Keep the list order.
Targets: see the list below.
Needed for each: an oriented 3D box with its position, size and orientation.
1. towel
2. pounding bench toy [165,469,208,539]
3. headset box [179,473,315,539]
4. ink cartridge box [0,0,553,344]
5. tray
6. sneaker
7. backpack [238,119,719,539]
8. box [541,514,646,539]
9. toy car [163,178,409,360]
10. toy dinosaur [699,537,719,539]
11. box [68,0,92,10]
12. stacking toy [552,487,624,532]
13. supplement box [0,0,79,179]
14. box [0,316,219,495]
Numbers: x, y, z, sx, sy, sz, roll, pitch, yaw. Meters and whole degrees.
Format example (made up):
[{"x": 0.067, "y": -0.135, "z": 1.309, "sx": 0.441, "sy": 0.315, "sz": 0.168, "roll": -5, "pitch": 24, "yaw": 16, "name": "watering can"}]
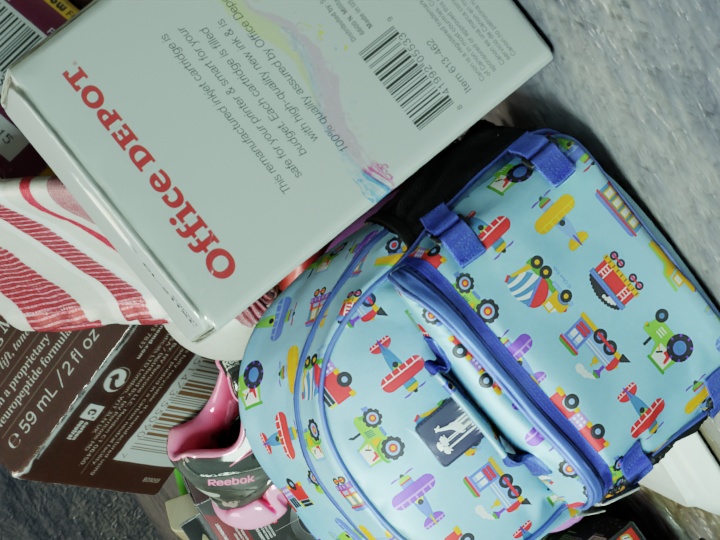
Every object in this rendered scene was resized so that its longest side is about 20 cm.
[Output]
[{"x": -0.161, "y": -0.007, "z": 1.416, "sx": 0.200, "sy": 0.023, "sz": 0.144, "roll": -3, "pitch": 151, "yaw": 41, "name": "towel"}, {"x": -0.091, "y": 0.076, "z": 1.850, "sx": 0.156, "sy": 0.200, "sz": 0.124, "roll": 44, "pitch": 166, "yaw": 26, "name": "pounding bench toy"}, {"x": -0.019, "y": 0.138, "z": 1.747, "sx": 0.149, "sy": 0.200, "sz": 0.077, "roll": 60, "pitch": -177, "yaw": -40, "name": "headset box"}, {"x": -0.040, "y": -0.085, "z": 1.193, "sx": 0.146, "sy": 0.200, "sz": 0.083, "roll": 52, "pitch": 168, "yaw": -2, "name": "ink cartridge box"}, {"x": 0.127, "y": 0.052, "z": 1.413, "sx": 0.200, "sy": 0.022, "sz": 0.107, "roll": 56, "pitch": 166, "yaw": -22, "name": "tray"}, {"x": -0.039, "y": 0.063, "z": 1.617, "sx": 0.095, "sy": 0.200, "sz": 0.079, "roll": 38, "pitch": -175, "yaw": -37, "name": "sneaker"}, {"x": 0.052, "y": 0.050, "z": 1.257, "sx": 0.183, "sy": 0.200, "sz": 0.135, "roll": 54, "pitch": 168, "yaw": -11, "name": "backpack"}, {"x": 0.154, "y": 0.208, "z": 1.627, "sx": 0.137, "sy": 0.038, "sz": 0.200, "roll": 53, "pitch": 167, "yaw": -9, "name": "box"}, {"x": 0.000, "y": 0.000, "z": 1.477, "sx": 0.200, "sy": 0.175, "sz": 0.150, "roll": 45, "pitch": 130, "yaw": 27, "name": "toy car"}, {"x": 0.186, "y": 0.214, "z": 1.404, "sx": 0.136, "sy": 0.102, "sz": 0.200, "roll": 70, "pitch": 166, "yaw": -12, "name": "toy dinosaur"}, {"x": -0.134, "y": -0.176, "z": 1.508, "sx": 0.200, "sy": 0.100, "sz": 0.075, "roll": 41, "pitch": 164, "yaw": 41, "name": "box"}, {"x": 0.096, "y": 0.116, "z": 1.575, "sx": 0.110, "sy": 0.116, "sz": 0.200, "roll": 35, "pitch": 159, "yaw": -27, "name": "stacking toy"}, {"x": -0.189, "y": -0.074, "z": 1.499, "sx": 0.131, "sy": 0.103, "sz": 0.200, "roll": 39, "pitch": 163, "yaw": 16, "name": "supplement box"}, {"x": -0.188, "y": 0.019, "z": 1.743, "sx": 0.200, "sy": 0.166, "sz": 0.164, "roll": 44, "pitch": -166, "yaw": 27, "name": "box"}]
